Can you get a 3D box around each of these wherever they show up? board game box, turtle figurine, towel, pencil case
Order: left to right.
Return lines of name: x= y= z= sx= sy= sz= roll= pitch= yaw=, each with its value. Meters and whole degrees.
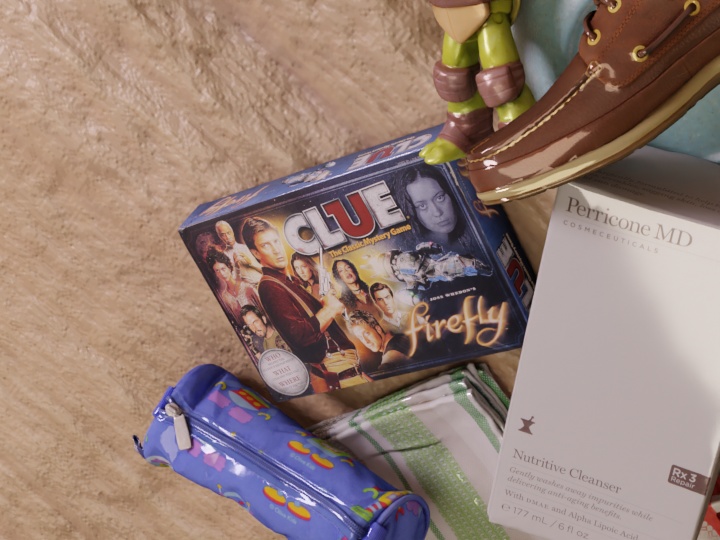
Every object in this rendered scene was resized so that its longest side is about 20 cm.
pencil case: x=-0.052 y=0.132 z=0.935 sx=0.199 sy=0.087 sz=0.078 roll=29 pitch=87 yaw=27
board game box: x=0.000 y=0.000 z=0.882 sx=0.199 sy=0.035 sz=0.136 roll=-16 pitch=112 yaw=34
towel: x=0.039 y=0.151 z=0.965 sx=0.199 sy=0.031 sz=0.150 roll=-26 pitch=106 yaw=37
turtle figurine: x=0.049 y=-0.136 z=0.737 sx=0.199 sy=0.064 sz=0.163 roll=13 pitch=118 yaw=46

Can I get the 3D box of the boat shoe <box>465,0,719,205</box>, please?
boat shoe: x=0.128 y=-0.102 z=0.661 sx=0.199 sy=0.072 sz=0.068 roll=-33 pitch=100 yaw=12

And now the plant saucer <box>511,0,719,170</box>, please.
plant saucer: x=0.158 y=-0.106 z=0.729 sx=0.199 sy=0.039 sz=0.203 roll=13 pitch=126 yaw=19

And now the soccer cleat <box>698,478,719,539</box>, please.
soccer cleat: x=0.185 y=0.145 z=0.862 sx=0.085 sy=0.069 sz=0.200 roll=-28 pitch=110 yaw=30

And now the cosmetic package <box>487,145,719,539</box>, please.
cosmetic package: x=0.141 y=0.044 z=0.742 sx=0.112 sy=0.081 sz=0.202 roll=16 pitch=119 yaw=18
